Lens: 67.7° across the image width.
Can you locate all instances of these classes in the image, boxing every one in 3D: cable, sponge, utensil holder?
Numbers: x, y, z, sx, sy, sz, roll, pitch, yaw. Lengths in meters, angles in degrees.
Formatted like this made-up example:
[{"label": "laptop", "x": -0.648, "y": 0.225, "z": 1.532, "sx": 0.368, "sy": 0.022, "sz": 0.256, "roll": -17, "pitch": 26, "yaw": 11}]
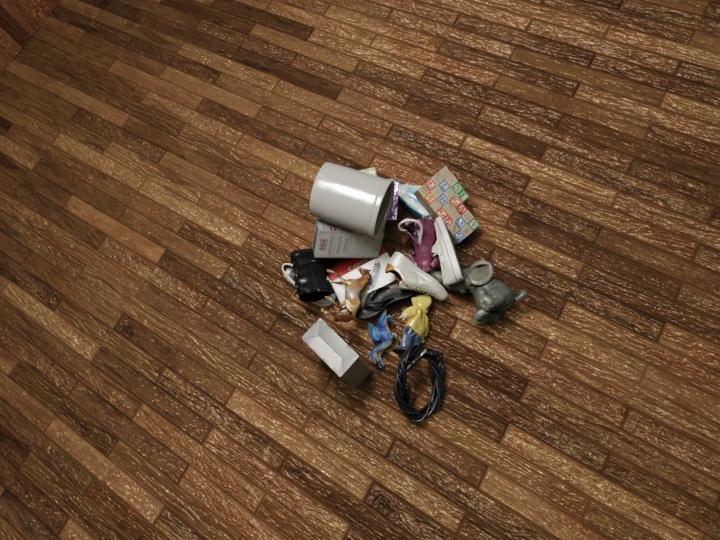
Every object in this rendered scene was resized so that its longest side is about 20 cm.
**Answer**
[{"label": "cable", "x": 0.159, "y": 0.307, "z": 1.448, "sx": 0.050, "sy": 0.161, "sz": 0.203, "roll": 4, "pitch": 81, "yaw": 55}, {"label": "sponge", "x": 0.014, "y": -0.208, "z": 1.596, "sx": 0.196, "sy": 0.030, "sz": 0.114, "roll": 4, "pitch": 87, "yaw": 7}, {"label": "utensil holder", "x": -0.023, "y": -0.197, "z": 1.503, "sx": 0.197, "sy": 0.170, "sz": 0.172, "roll": 18, "pitch": 74, "yaw": 10}]

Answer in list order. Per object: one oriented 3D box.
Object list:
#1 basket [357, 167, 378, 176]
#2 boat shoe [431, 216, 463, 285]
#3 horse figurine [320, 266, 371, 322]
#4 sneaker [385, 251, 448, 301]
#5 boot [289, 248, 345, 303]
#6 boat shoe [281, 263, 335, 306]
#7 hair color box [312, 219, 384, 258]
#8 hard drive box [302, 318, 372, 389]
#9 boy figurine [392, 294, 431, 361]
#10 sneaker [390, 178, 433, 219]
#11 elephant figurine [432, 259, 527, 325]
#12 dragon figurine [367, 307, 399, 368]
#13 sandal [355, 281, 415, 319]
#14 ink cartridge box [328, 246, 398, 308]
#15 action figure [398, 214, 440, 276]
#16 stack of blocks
[{"label": "basket", "x": -0.023, "y": -0.225, "z": 1.691, "sx": 0.197, "sy": 0.124, "sz": 0.138, "roll": -12, "pitch": 68, "yaw": 8}, {"label": "boat shoe", "x": 0.233, "y": -0.054, "z": 1.509, "sx": 0.065, "sy": 0.072, "sz": 0.203, "roll": -20, "pitch": 72, "yaw": 15}, {"label": "horse figurine", "x": -0.041, "y": 0.071, "z": 1.536, "sx": 0.131, "sy": 0.050, "sz": 0.203, "roll": 15, "pitch": 55, "yaw": -14}, {"label": "sneaker", "x": 0.155, "y": 0.039, "z": 1.540, "sx": 0.199, "sy": 0.073, "sz": 0.085, "roll": 37, "pitch": 75, "yaw": 5}, {"label": "boot", "x": -0.115, "y": 0.006, "z": 1.606, "sx": 0.195, "sy": 0.074, "sz": 0.164, "roll": -8, "pitch": 53, "yaw": -15}, {"label": "boat shoe", "x": -0.165, "y": 0.043, "z": 1.654, "sx": 0.198, "sy": 0.065, "sz": 0.074, "roll": 27, "pitch": 77, "yaw": 20}, {"label": "hair color box", "x": -0.037, "y": -0.092, "z": 1.583, "sx": 0.197, "sy": 0.100, "sz": 0.061, "roll": 0, "pitch": 40, "yaw": -17}, {"label": "hard drive box", "x": -0.061, "y": 0.234, "z": 1.487, "sx": 0.077, "sy": 0.200, "sz": 0.156, "roll": -45, "pitch": 68, "yaw": -8}, {"label": "boy figurine", "x": 0.150, "y": 0.149, "z": 1.524, "sx": 0.064, "sy": 0.124, "sz": 0.202, "roll": -8, "pitch": 52, "yaw": 42}, {"label": "sneaker", "x": 0.180, "y": -0.250, "z": 1.683, "sx": 0.199, "sy": 0.080, "sz": 0.131, "roll": 40, "pitch": 84, "yaw": 13}, {"label": "elephant figurine", "x": 0.330, "y": 0.040, "z": 1.513, "sx": 0.153, "sy": 0.142, "sz": 0.202, "roll": -3, "pitch": 50, "yaw": -35}, {"label": "dragon figurine", "x": 0.054, "y": 0.177, "z": 1.560, "sx": 0.098, "sy": 0.059, "sz": 0.203, "roll": -16, "pitch": 69, "yaw": 6}, {"label": "sandal", "x": 0.064, "y": 0.074, "z": 1.562, "sx": 0.198, "sy": 0.048, "sz": 0.076, "roll": -26, "pitch": 57, "yaw": -6}, {"label": "ink cartridge box", "x": 0.000, "y": 0.000, "z": 1.646, "sx": 0.198, "sy": 0.045, "sz": 0.178, "roll": -28, "pitch": 68, "yaw": 1}, {"label": "action figure", "x": 0.192, "y": -0.059, "z": 1.567, "sx": 0.132, "sy": 0.149, "sz": 0.204, "roll": -7, "pitch": 95, "yaw": 17}, {"label": "stack of blocks", "x": 0.266, "y": -0.193, "z": 1.605, "sx": 0.115, "sy": 0.059, "sz": 0.201, "roll": -39, "pitch": 93, "yaw": -9}]
